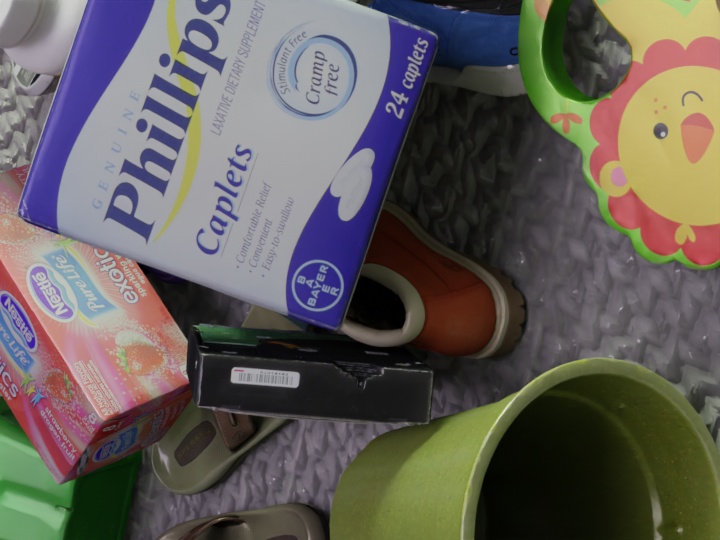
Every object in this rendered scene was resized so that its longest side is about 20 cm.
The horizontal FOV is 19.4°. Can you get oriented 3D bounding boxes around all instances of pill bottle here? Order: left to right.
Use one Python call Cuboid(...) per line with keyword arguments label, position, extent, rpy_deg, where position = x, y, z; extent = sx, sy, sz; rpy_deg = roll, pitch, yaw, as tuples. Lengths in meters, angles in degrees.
Cuboid(label="pill bottle", position=(-0.186, -0.189, 1.469), extent=(0.111, 0.200, 0.111), rpy_deg=(-1, 88, 43))

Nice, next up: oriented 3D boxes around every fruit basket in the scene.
Cuboid(label="fruit basket", position=(-0.279, 0.181, 1.601), extent=(0.216, 0.155, 0.216), rpy_deg=(2, 96, 26))

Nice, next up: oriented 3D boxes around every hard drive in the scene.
Cuboid(label="hard drive", position=(-0.037, 0.063, 1.304), extent=(0.200, 0.140, 0.038), rpy_deg=(-147, 62, -82))

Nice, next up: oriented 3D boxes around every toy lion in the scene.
Cuboid(label="toy lion", position=(0.178, -0.102, 1.212), extent=(0.200, 0.069, 0.192), rpy_deg=(21, 110, 29))

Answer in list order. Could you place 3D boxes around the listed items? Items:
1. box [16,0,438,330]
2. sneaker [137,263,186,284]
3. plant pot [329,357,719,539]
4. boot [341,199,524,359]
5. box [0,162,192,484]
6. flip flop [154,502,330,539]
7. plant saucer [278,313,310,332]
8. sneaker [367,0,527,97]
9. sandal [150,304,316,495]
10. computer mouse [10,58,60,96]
Cuboid(label="box", position=(-0.077, -0.082, 1.239), extent=(0.200, 0.105, 0.184), rpy_deg=(19, 92, -2))
Cuboid(label="sneaker", position=(-0.198, -0.020, 1.567), extent=(0.200, 0.081, 0.083), rpy_deg=(5, 105, 46))
Cuboid(label="plant pot", position=(0.081, 0.153, 1.241), extent=(0.190, 0.200, 0.200), rpy_deg=(-5, 86, 54))
Cuboid(label="boot", position=(0.000, 0.000, 1.358), extent=(0.200, 0.107, 0.075), rpy_deg=(25, 109, 43))
Cuboid(label="box", position=(-0.209, 0.032, 1.473), extent=(0.200, 0.095, 0.103), rpy_deg=(56, 140, 14))
Cuboid(label="flip flop", position=(-0.103, 0.210, 1.482), extent=(0.200, 0.058, 0.081), rpy_deg=(-21, 75, 41))
Cuboid(label="plant saucer", position=(-0.082, -0.025, 1.415), extent=(0.019, 0.070, 0.200), rpy_deg=(-49, 31, 8))
Cuboid(label="sneaker", position=(0.028, -0.172, 1.324), extent=(0.200, 0.077, 0.111), rpy_deg=(9, 130, 40))
Cuboid(label="sandal", position=(-0.094, 0.090, 1.475), extent=(0.201, 0.057, 0.080), rpy_deg=(-52, 57, 29))
Cuboid(label="computer mouse", position=(-0.242, -0.190, 1.606), extent=(0.110, 0.044, 0.200), rpy_deg=(-56, 35, 21))
